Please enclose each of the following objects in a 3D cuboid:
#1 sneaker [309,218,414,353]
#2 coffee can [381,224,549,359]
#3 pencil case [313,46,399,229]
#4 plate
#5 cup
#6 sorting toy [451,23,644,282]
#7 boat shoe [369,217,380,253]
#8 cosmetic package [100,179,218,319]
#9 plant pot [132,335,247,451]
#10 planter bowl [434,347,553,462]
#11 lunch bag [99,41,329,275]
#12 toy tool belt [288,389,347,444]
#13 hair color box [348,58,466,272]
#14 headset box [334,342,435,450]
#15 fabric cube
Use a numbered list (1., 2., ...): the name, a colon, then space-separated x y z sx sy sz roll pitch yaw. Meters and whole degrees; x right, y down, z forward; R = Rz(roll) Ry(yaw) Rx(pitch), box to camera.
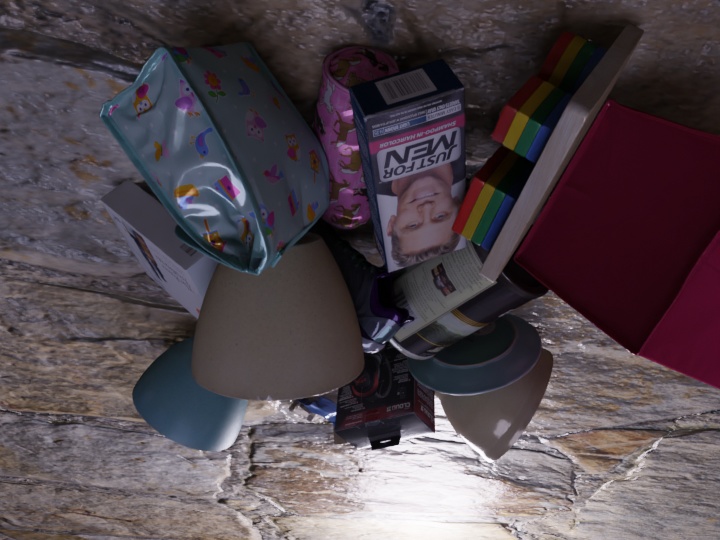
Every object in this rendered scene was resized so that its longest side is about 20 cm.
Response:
1. sneaker: 0.000 0.000 0.751 0.087 0.203 0.074 -38 160 27
2. coffee can: 0.125 0.010 0.759 0.145 0.149 0.199 29 135 -27
3. pencil case: -0.009 -0.140 0.648 0.081 0.087 0.202 -18 147 -24
4. plate: 0.161 0.106 0.843 0.195 0.201 0.026 -9 116 16
5. cup: -0.091 0.035 0.648 0.195 0.201 0.147 2 103 3
6. sorting toy: 0.176 -0.126 0.574 0.069 0.199 0.202 31 139 14
7. boat shoe: 0.059 -0.094 0.699 0.074 0.075 0.202 9 140 -6
8. cosmetic package: -0.241 -0.012 0.760 0.198 0.052 0.152 33 154 31
9. plant pot: -0.272 0.191 1.005 0.198 0.200 0.136 27 100 -25
10. planter bowl: 0.199 0.182 0.940 0.133 0.201 0.202 31 139 5
11. lunch bag: -0.121 -0.107 0.571 0.121 0.171 0.202 -29 101 26
12. toy tool belt: -0.065 0.224 1.023 0.199 0.125 0.124 40 163 -35
13. hair color box: 0.055 -0.099 0.596 0.098 0.061 0.202 -17 137 -4
14. headset box: 0.041 0.186 0.933 0.146 0.203 0.075 -21 134 27
15. fabric cube: 0.322 -0.024 0.594 0.196 0.197 0.203 20 108 -30
